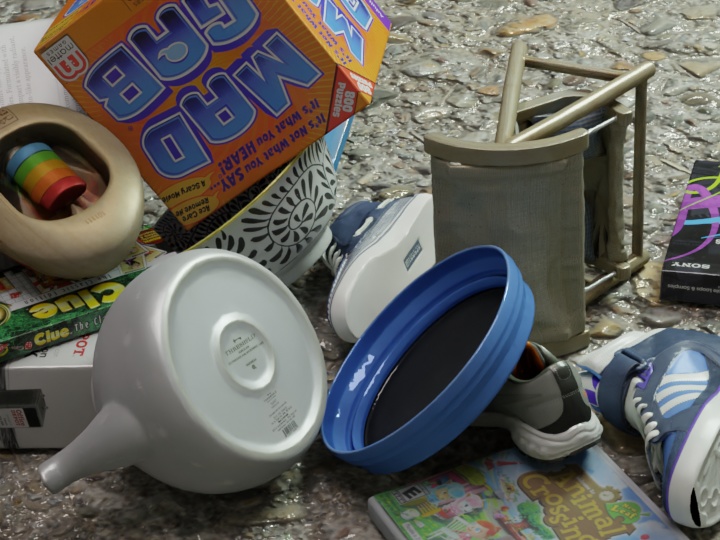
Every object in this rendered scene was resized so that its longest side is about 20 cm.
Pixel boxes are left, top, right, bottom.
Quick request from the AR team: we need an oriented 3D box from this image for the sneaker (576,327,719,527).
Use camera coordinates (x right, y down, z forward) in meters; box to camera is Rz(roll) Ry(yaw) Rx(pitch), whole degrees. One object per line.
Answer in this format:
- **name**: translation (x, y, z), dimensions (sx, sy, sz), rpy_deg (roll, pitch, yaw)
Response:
- **sneaker**: translation (0.215, 0.115, 1.493), dimensions (0.146, 0.081, 0.200), rpy_deg (3, 35, 27)

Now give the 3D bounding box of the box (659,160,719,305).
- **box**: translation (0.348, -0.031, 1.740), dimensions (0.143, 0.036, 0.200), rpy_deg (6, 35, 15)

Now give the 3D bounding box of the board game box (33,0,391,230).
- **board game box**: translation (-0.118, -0.199, 1.688), dimensions (0.200, 0.200, 0.200), rpy_deg (-33, 18, 20)

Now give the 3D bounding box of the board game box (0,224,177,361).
- **board game box**: translation (-0.238, 0.020, 1.586), dimensions (0.200, 0.024, 0.105), rpy_deg (-19, 36, -24)

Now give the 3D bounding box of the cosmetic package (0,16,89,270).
- **cosmetic package**: translation (-0.320, -0.105, 1.766), dimensions (0.199, 0.165, 0.165), rpy_deg (-9, 63, -6)

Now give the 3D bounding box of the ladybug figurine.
- **ladybug figurine**: translation (-0.249, -0.060, 1.602), dimensions (0.136, 0.072, 0.200), rpy_deg (-31, 53, -18)

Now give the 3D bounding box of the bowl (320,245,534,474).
- **bowl**: translation (0.052, 0.070, 1.509), dimensions (0.201, 0.039, 0.201), rpy_deg (-41, 21, 19)

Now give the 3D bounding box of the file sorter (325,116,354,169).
- **file sorter**: translation (-0.116, -0.178, 1.911), dimensions (0.199, 0.123, 0.139), rpy_deg (6, 56, 17)

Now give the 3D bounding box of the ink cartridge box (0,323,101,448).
- **ink cartridge box**: translation (-0.286, 0.071, 1.608), dimensions (0.199, 0.083, 0.147), rpy_deg (-1, 31, 6)

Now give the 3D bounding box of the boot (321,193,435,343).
- **boot**: translation (0.000, 0.000, 1.716), dimensions (0.090, 0.073, 0.200), rpy_deg (-3, 27, 31)

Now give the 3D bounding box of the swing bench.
- **swing bench**: translation (0.150, -0.053, 1.645), dimensions (0.129, 0.199, 0.200), rpy_deg (12, 36, 24)

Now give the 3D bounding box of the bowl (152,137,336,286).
- **bowl**: translation (-0.086, -0.040, 1.721), dimensions (0.201, 0.094, 0.201), rpy_deg (-35, 19, 14)

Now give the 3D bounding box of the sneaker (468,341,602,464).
- **sneaker**: translation (0.113, 0.084, 1.527), dimensions (0.074, 0.080, 0.200), rpy_deg (-22, 19, -27)

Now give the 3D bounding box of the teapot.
- **teapot**: translation (-0.131, 0.085, 1.512), dimensions (0.146, 0.200, 0.198), rpy_deg (-27, 52, 40)

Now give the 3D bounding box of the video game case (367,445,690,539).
- **video game case**: translation (0.128, 0.195, 1.418), dimensions (0.182, 0.022, 0.200), rpy_deg (-17, 34, -19)
